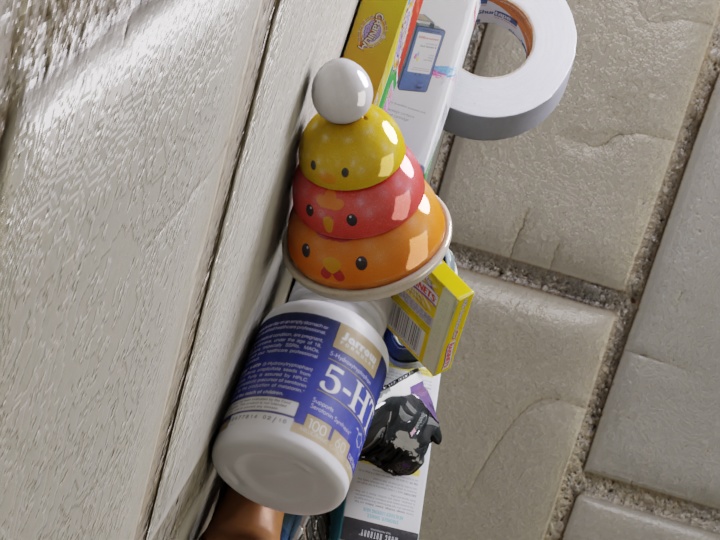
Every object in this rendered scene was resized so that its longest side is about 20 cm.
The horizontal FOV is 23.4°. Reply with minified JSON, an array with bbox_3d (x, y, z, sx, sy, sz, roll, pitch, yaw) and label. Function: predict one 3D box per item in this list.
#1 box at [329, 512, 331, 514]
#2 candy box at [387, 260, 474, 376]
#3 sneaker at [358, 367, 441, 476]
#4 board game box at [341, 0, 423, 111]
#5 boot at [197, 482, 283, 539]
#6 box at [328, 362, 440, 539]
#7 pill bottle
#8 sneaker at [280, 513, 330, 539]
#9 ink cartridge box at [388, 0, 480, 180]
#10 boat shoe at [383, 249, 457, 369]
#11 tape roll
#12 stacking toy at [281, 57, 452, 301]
[{"bbox_3d":[-0.065,0.266,1.869,0.193,0.121,0.201,-68,174,-60],"label":"box"},{"bbox_3d":[0.021,-0.007,1.554,0.026,0.200,0.103,-22,145,-33],"label":"candy box"},{"bbox_3d":[0.028,0.155,1.640,0.076,0.088,0.200,-29,176,27],"label":"sneaker"},{"bbox_3d":[0.019,-0.212,1.587,0.153,0.040,0.201,84,23,-80],"label":"board game box"},{"bbox_3d":[-0.082,0.183,1.552,0.200,0.076,0.156,-77,-172,-87],"label":"boot"},{"bbox_3d":[0.024,0.187,1.740,0.049,0.082,0.201,133,-31,-63],"label":"box"},{"bbox_3d":[-0.042,0.096,1.490,0.120,0.119,0.201,101,7,-55],"label":"pill bottle"},{"bbox_3d":[-0.076,0.222,1.698,0.200,0.089,0.079,-86,171,-54],"label":"sneaker"},{"bbox_3d":[0.060,-0.208,1.836,0.145,0.087,0.201,36,73,-86],"label":"ink cartridge box"},{"bbox_3d":[0.059,0.025,1.764,0.200,0.072,0.062,-73,154,-55],"label":"boat shoe"},{"bbox_3d":[0.143,-0.252,1.976,0.066,0.199,0.201,93,14,-71],"label":"tape roll"},{"bbox_3d":[-0.009,-0.088,1.409,0.146,0.145,0.201,-69,155,-43],"label":"stacking toy"}]
